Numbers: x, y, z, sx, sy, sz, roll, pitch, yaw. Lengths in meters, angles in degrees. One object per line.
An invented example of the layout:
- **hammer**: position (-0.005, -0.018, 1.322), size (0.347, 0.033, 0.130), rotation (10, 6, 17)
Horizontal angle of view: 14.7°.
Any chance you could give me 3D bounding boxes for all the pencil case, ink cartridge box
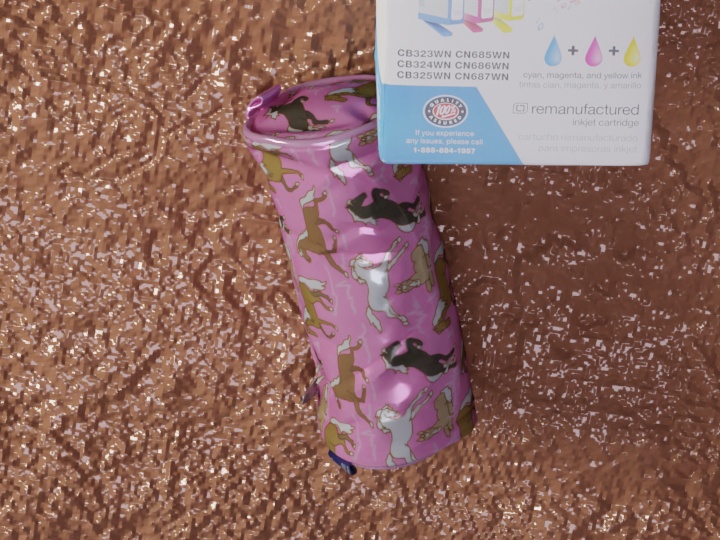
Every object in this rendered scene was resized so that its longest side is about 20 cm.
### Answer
- **pencil case**: position (0.000, 0.000, 1.387), size (0.086, 0.083, 0.201), rotation (-15, 117, -5)
- **ink cartridge box**: position (0.071, -0.164, 1.277), size (0.128, 0.125, 0.201), rotation (0, 118, 0)
